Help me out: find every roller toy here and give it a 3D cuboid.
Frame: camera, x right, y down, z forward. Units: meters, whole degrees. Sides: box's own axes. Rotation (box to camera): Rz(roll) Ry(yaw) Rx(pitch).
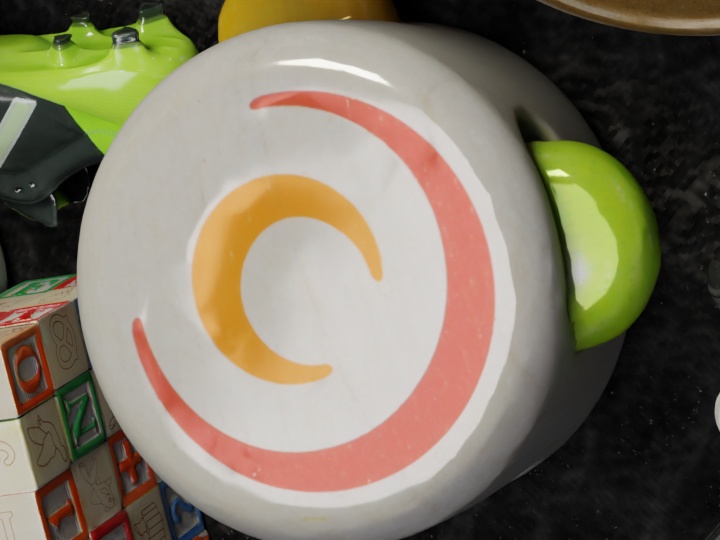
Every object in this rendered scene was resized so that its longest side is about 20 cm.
[{"bbox_3d":[0.000,0.000,1.074,0.200,0.140,0.183,35,106,14],"label":"roller toy"}]

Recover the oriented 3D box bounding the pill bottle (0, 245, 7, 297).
[{"bbox_3d":[-0.231,0.025,1.150,0.110,0.200,0.112,7,109,22],"label":"pill bottle"}]

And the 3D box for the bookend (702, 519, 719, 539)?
[{"bbox_3d":[0.253,0.097,1.015,0.199,0.092,0.200,44,117,7],"label":"bookend"}]

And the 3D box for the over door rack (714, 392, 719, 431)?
[{"bbox_3d":[0.223,-0.004,0.967,0.200,0.148,0.067,-37,88,29],"label":"over door rack"}]

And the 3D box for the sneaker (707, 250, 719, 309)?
[{"bbox_3d":[0.154,-0.063,0.959,0.104,0.060,0.200,52,144,0],"label":"sneaker"}]

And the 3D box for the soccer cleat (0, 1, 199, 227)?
[{"bbox_3d":[-0.151,-0.058,1.169,0.199,0.068,0.082,0,115,23],"label":"soccer cleat"}]

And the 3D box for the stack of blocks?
[{"bbox_3d":[-0.113,0.111,1.172,0.058,0.115,0.201,-8,102,26],"label":"stack of blocks"}]

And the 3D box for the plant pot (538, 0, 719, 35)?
[{"bbox_3d":[0.103,-0.136,0.952,0.199,0.028,0.201,6,145,4],"label":"plant pot"}]
